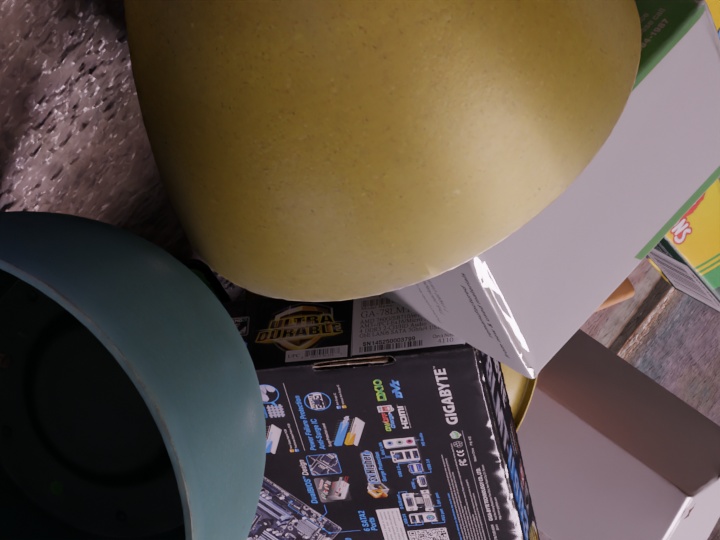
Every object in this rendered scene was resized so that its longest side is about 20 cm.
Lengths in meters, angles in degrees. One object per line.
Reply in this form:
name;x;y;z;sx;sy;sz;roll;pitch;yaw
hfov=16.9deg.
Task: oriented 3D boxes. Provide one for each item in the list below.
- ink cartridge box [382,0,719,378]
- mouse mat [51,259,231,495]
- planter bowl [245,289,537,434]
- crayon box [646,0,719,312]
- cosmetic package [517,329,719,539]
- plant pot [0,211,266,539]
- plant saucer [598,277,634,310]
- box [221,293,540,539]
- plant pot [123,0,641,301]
ink cartridge box;0.038;-0.065;1.011;0.145;0.200;0.088;-46;136;-17
mouse mat;-0.121;0.101;1.135;0.200;0.008;0.161;-41;140;-11
planter bowl;0.000;0.000;1.128;0.083;0.201;0.201;-7;136;-28
crayon box;0.182;-0.099;1.232;0.173;0.058;0.200;-53;135;-6
cosmetic package;0.126;0.098;1.480;0.107;0.200;0.085;-17;139;-57
plant pot;-0.127;0.068;0.914;0.201;0.200;0.161;-61;171;21
plant saucer;0.052;0.034;1.333;0.199;0.038;0.200;-22;177;-1
box;-0.027;0.094;1.090;0.201;0.197;0.050;73;16;-44
plant pot;-0.012;-0.111;0.911;0.200;0.200;0.142;-47;132;-16
